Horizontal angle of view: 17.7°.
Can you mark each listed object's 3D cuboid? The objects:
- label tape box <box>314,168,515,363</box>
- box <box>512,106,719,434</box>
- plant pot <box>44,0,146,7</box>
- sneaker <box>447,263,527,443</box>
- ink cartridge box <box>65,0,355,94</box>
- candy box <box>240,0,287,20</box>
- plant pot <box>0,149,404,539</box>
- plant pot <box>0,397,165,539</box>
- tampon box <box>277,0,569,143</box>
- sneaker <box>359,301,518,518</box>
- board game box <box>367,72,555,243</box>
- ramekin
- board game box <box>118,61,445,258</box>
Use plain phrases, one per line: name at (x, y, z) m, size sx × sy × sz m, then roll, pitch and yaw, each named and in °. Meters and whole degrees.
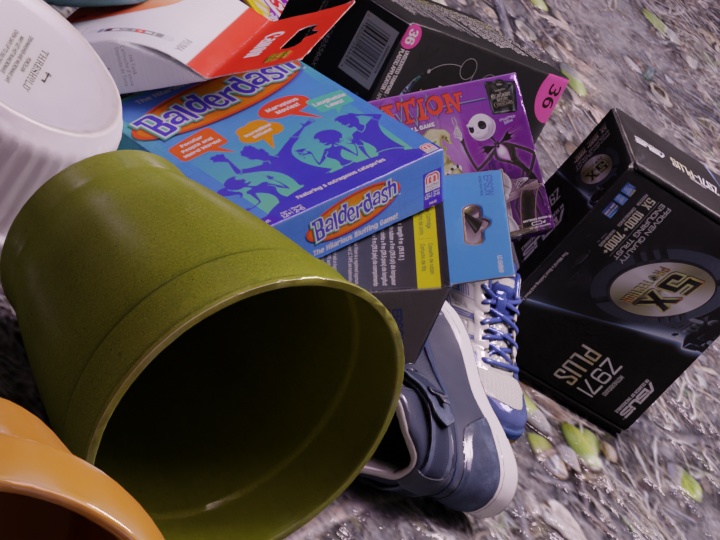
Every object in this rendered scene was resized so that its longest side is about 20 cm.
label tape box at (0.000, 0.000, 1.524) m, size 0.199 × 0.063 × 0.144 m, roll -4°, pitch 32°, yaw 2°
box at (0.199, 0.003, 1.783) m, size 0.164 × 0.200 × 0.086 m, roll 31°, pitch 25°, yaw -25°
plant pot at (-0.185, -0.263, 1.621) m, size 0.135 × 0.200 × 0.200 m, roll 35°, pitch 23°, yaw 9°
sneaker at (0.083, 0.034, 1.698) m, size 0.075 × 0.088 × 0.200 m, roll 20°, pitch 34°, yaw -43°
ink cartridge box at (-0.120, -0.170, 1.617) m, size 0.162 × 0.200 × 0.050 m, roll -56°, pitch 133°, yaw -65°
candy box at (-0.057, -0.198, 1.942) m, size 0.102 × 0.026 × 0.200 m, roll 0°, pitch 48°, yaw -52°
plant pot at (-0.109, 0.034, 1.321) m, size 0.200 × 0.201 × 0.193 m, roll 16°, pitch 23°, yaw -45°
plant pot at (-0.180, 0.146, 1.031) m, size 0.200 × 0.200 × 0.183 m, roll 33°, pitch 10°, yaw -20°
tampon box at (0.031, -0.130, 1.780) m, size 0.200 × 0.150 × 0.126 m, roll 13°, pitch 20°, yaw -47°
sneaker at (0.015, 0.069, 1.553) m, size 0.146 × 0.077 × 0.203 m, roll 17°, pitch 36°, yaw -48°
board game box at (0.030, -0.064, 1.652) m, size 0.200 × 0.032 × 0.120 m, roll -13°, pitch 80°, yaw -13°
ramekin at (-0.240, -0.108, 1.442) m, size 0.202 × 0.094 × 0.202 m, roll 33°, pitch 26°, yaw -18°
board game box at (-0.064, -0.077, 1.547) m, size 0.152 × 0.045 × 0.200 m, roll -26°, pitch 40°, yaw -29°
